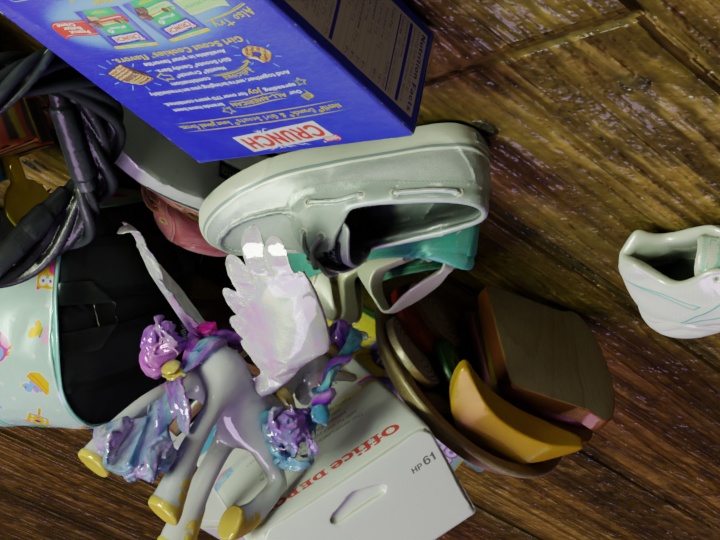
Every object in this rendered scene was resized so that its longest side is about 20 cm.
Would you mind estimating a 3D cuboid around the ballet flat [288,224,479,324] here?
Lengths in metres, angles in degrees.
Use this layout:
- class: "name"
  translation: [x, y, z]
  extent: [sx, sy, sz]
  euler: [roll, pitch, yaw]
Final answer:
- class: "ballet flat"
  translation: [0.000, 0.000, 1.221]
  extent: [0.200, 0.071, 0.067]
  euler: [-19, 157, 38]

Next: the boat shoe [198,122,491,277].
- class: "boat shoe"
  translation: [-0.012, -0.037, 1.116]
  extent: [0.200, 0.072, 0.070]
  euler: [-15, 146, 15]

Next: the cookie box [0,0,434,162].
- class: "cookie box"
  translation: [-0.084, -0.144, 0.969]
  extent: [0.171, 0.075, 0.200]
  euler: [-4, 151, 37]

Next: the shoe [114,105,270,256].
- class: "shoe"
  translation: [-0.128, -0.064, 1.188]
  extent: [0.091, 0.072, 0.200]
  euler: [-16, 148, 41]

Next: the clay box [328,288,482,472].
- class: "clay box"
  translation: [0.033, 0.090, 1.373]
  extent: [0.200, 0.048, 0.115]
  euler: [30, 125, -4]

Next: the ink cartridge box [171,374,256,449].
- class: "ink cartridge box"
  translation: [-0.163, 0.107, 1.511]
  extent: [0.145, 0.084, 0.200]
  euler: [24, 174, -29]

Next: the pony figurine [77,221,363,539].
- class: "pony figurine"
  translation: [-0.090, 0.071, 1.134]
  extent: [0.166, 0.200, 0.193]
  euler: [13, 147, 44]

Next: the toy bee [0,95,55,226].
- class: "toy bee"
  translation: [-0.242, -0.099, 1.153]
  extent: [0.200, 0.109, 0.131]
  euler: [33, 141, 59]

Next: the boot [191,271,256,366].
- class: "boot"
  translation: [-0.065, 0.056, 1.445]
  extent: [0.200, 0.066, 0.175]
  euler: [28, 154, -27]

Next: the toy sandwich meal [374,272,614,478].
- class: "toy sandwich meal"
  translation: [0.099, 0.067, 1.268]
  extent: [0.205, 0.205, 0.070]
  euler: [28, 122, -31]

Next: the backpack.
- class: "backpack"
  translation: [-0.209, 0.027, 1.241]
  extent: [0.153, 0.176, 0.200]
  euler: [3, -173, 15]

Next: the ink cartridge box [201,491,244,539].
- class: "ink cartridge box"
  translation: [-0.057, 0.220, 1.717]
  extent: [0.084, 0.145, 0.200]
  euler: [-4, 152, 34]

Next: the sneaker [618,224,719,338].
- class: "sneaker"
  translation: [0.260, 0.008, 1.131]
  extent: [0.200, 0.071, 0.080]
  euler: [-1, 150, 34]

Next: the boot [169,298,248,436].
- class: "boot"
  translation: [-0.160, 0.002, 1.363]
  extent: [0.200, 0.186, 0.064]
  euler: [43, -176, 3]

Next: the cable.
- class: "cable"
  translation: [-0.209, -0.054, 1.045]
  extent: [0.163, 0.051, 0.200]
  euler: [-2, 132, -47]

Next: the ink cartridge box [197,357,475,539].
- class: "ink cartridge box"
  translation: [-0.027, 0.147, 1.248]
  extent: [0.085, 0.144, 0.200]
  euler: [61, 171, -22]
